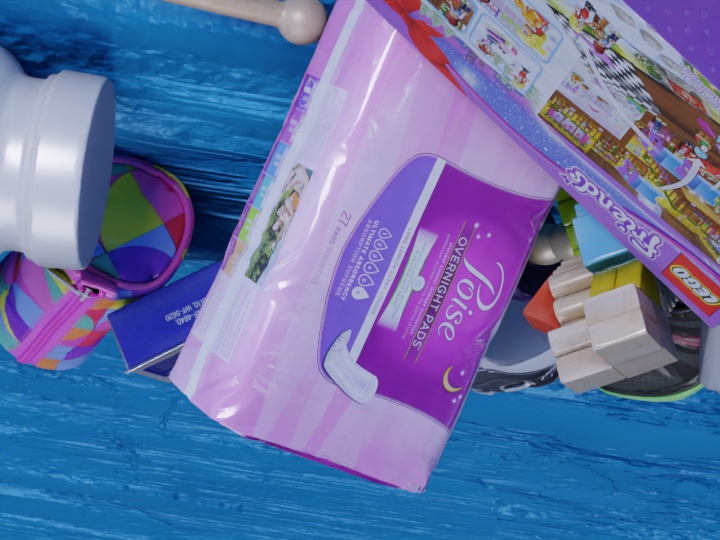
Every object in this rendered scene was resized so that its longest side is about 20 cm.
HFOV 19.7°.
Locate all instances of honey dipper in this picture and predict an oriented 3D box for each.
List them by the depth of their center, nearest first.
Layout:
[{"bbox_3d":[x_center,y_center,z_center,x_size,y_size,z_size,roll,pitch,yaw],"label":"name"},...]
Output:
[{"bbox_3d":[-0.109,-0.125,0.887,0.200,0.038,0.038,13,160,-17],"label":"honey dipper"}]

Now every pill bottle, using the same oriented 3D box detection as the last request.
[{"bbox_3d":[-0.225,-0.060,0.997,0.200,0.116,0.116,8,160,1],"label":"pill bottle"}]

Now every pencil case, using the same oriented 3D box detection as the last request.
[{"bbox_3d":[-0.160,-0.001,1.179,0.088,0.088,0.200,14,160,-16],"label":"pencil case"}]

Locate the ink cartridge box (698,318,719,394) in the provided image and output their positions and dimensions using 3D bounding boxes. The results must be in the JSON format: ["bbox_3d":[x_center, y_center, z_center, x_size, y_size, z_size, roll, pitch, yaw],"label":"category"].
[{"bbox_3d":[0.226,-0.028,0.867,0.145,0.088,0.200,6,140,5],"label":"ink cartridge box"}]

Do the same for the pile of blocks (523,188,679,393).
[{"bbox_3d":[0.101,-0.009,0.909,0.062,0.082,0.200,-20,-167,18],"label":"pile of blocks"}]

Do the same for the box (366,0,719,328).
[{"bbox_3d":[0.095,-0.077,0.779,0.200,0.039,0.137,44,159,5],"label":"box"}]

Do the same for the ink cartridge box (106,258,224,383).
[{"bbox_3d":[-0.081,0.023,1.142,0.099,0.039,0.200,-25,176,-2],"label":"ink cartridge box"}]

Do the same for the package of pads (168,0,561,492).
[{"bbox_3d":[0.011,-0.013,0.913,0.120,0.200,0.076,21,-175,-28],"label":"package of pads"}]

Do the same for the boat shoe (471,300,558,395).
[{"bbox_3d":[0.093,0.038,1.197,0.068,0.072,0.200,20,160,-23],"label":"boat shoe"}]

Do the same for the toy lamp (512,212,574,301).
[{"bbox_3d":[0.126,-0.017,1.049,0.200,0.058,0.058,-6,156,44],"label":"toy lamp"}]

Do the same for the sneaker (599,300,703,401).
[{"bbox_3d":[0.180,0.009,1.099,0.084,0.077,0.200,25,146,-22],"label":"sneaker"}]
